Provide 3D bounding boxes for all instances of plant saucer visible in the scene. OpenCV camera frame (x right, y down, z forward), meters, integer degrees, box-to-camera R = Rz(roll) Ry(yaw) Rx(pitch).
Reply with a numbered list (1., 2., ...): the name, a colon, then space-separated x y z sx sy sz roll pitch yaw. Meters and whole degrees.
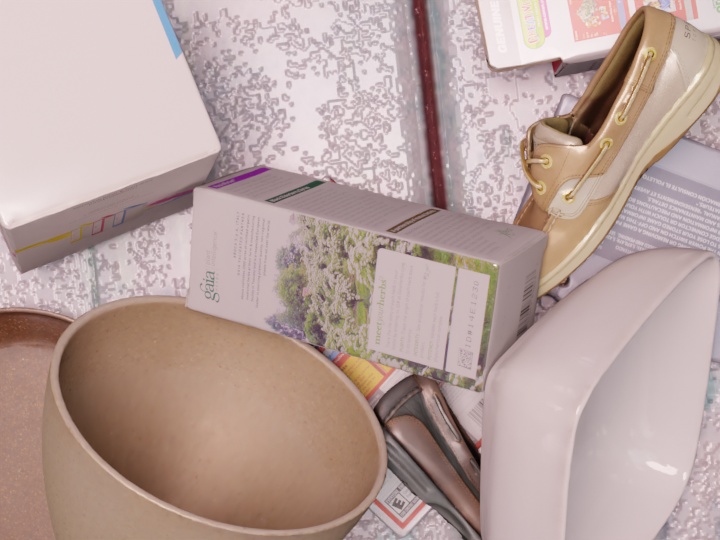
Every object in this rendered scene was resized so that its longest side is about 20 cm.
1. plant saucer: -0.222 0.123 0.895 0.200 0.037 0.201 0 92 2

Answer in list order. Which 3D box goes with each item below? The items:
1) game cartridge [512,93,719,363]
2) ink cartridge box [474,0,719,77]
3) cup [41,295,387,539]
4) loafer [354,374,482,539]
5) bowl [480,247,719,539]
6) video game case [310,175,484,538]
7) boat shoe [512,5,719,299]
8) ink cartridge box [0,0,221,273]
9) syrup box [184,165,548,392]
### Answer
1. game cartridge: 0.199 -0.018 0.869 0.200 0.040 0.134 22 90 2
2. ink cartridge box: 0.147 -0.229 0.839 0.175 0.084 0.201 -10 91 5
3. cup: -0.102 0.132 0.796 0.200 0.200 0.143 26 118 2
4. loafer: 0.084 0.146 0.853 0.063 0.072 0.200 -45 103 -3
5. bowl: 0.134 0.093 0.793 0.075 0.200 0.200 18 127 31
6. video game case: 0.003 0.057 0.890 0.200 0.017 0.143 43 94 0
7. boat shoe: 0.130 -0.068 0.803 0.066 0.074 0.200 32 104 -18
8. ink cartridge box: -0.173 -0.087 0.812 0.125 0.200 0.129 -22 88 -14
9. syrup box: 0.000 0.000 0.801 0.200 0.081 0.079 15 111 24
